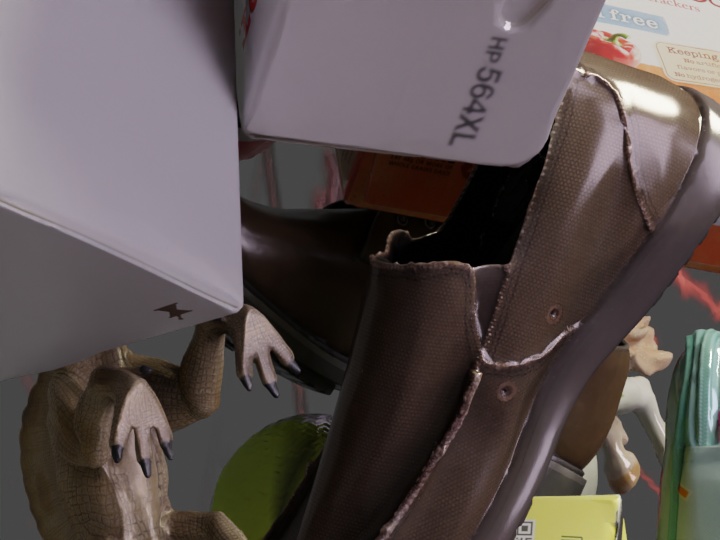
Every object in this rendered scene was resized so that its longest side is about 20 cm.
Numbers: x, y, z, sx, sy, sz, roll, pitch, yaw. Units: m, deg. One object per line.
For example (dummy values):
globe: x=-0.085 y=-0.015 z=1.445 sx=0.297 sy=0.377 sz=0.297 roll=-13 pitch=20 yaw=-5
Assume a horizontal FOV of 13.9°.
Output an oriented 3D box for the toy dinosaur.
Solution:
toy dinosaur: x=-0.066 y=0.039 z=0.786 sx=0.058 sy=0.101 sz=0.201 roll=-5 pitch=84 yaw=-35

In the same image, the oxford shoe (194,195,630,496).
oxford shoe: x=0.000 y=0.000 z=0.898 sx=0.200 sy=0.073 sz=0.085 roll=30 pitch=88 yaw=-30

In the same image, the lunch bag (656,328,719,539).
lunch bag: x=0.138 y=0.121 z=0.977 sx=0.160 sy=0.077 sz=0.201 roll=28 pitch=64 yaw=-80

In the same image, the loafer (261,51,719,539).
loafer: x=0.021 y=0.021 z=0.810 sx=0.071 sy=0.073 sz=0.200 roll=37 pitch=83 yaw=-25

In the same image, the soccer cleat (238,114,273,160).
soccer cleat: x=-0.040 y=-0.131 z=0.918 sx=0.068 sy=0.073 sz=0.201 roll=7 pitch=75 yaw=-19

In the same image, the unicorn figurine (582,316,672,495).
unicorn figurine: x=0.070 y=0.081 z=1.032 sx=0.137 sy=0.074 sz=0.201 roll=44 pitch=25 yaw=-40

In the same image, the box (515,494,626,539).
box: x=0.062 y=0.148 z=0.916 sx=0.200 sy=0.050 sz=0.076 roll=75 pitch=18 yaw=-56

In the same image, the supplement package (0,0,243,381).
supplement package: x=-0.112 y=-0.083 z=0.743 sx=0.120 sy=0.121 sz=0.201 roll=27 pitch=53 yaw=-52

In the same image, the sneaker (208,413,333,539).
sneaker: x=0.001 y=0.144 z=0.869 sx=0.105 sy=0.075 sz=0.201 roll=43 pitch=41 yaw=-42

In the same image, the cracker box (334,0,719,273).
cracker box: x=0.055 y=-0.091 z=0.930 sx=0.133 sy=0.058 sz=0.200 roll=10 pitch=37 yaw=-15

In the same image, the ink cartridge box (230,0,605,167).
ink cartridge box: x=0.011 y=-0.148 z=0.778 sx=0.084 sy=0.146 sz=0.200 roll=5 pitch=43 yaw=-16
